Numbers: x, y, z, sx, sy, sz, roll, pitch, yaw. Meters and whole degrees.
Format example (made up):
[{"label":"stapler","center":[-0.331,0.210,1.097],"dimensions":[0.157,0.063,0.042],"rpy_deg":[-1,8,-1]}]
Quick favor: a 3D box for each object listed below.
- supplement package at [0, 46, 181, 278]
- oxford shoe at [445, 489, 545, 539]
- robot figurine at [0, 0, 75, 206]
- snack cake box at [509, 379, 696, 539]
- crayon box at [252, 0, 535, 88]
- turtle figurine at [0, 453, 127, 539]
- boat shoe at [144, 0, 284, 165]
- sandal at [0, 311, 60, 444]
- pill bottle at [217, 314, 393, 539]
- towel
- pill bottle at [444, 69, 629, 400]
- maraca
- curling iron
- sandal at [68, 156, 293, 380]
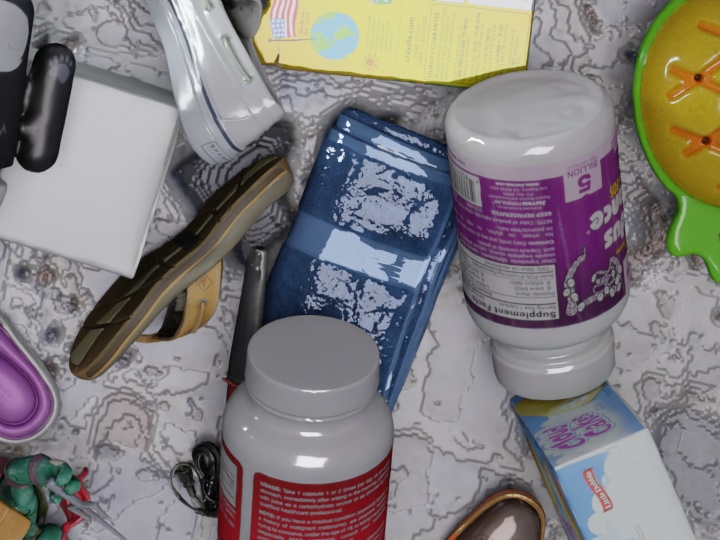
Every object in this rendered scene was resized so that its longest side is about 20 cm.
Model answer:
[{"label":"supplement package","center":[-0.224,-0.084,1.640],"dimensions":[0.199,0.117,0.118],"rpy_deg":[17,96,-7]},{"label":"oxford shoe","center":[0.071,0.245,1.742],"dimensions":[0.071,0.073,0.201],"rpy_deg":[27,95,-9]},{"label":"robot figurine","center":[-0.261,-0.112,1.513],"dimensions":[0.150,0.125,0.201],"rpy_deg":[11,96,17]},{"label":"snack cake box","center":[0.162,0.143,1.672],"dimensions":[0.067,0.200,0.115],"rpy_deg":[-23,100,-1]},{"label":"crayon box","center":[0.016,-0.190,1.681],"dimensions":[0.199,0.051,0.128],"rpy_deg":[6,99,-8]},{"label":"turtle figurine","center":[-0.256,0.163,1.682],"dimensions":[0.200,0.101,0.150],"rpy_deg":[31,100,-14]},{"label":"boat shoe","center":[-0.092,-0.158,1.623],"dimensions":[0.067,0.074,0.201],"rpy_deg":[-26,61,13]},{"label":"sandal","center":[-0.279,0.037,1.686],"dimensions":[0.202,0.050,0.083],"rpy_deg":[38,92,-9]},{"label":"pill bottle","center":[-0.036,0.134,1.662],"dimensions":[0.112,0.112,0.201],"rpy_deg":[1,123,-6]},{"label":"towel","center":[0.000,0.000,1.710],"dimensions":[0.111,0.049,0.201],"rpy_deg":[21,96,-8]},{"label":"pill bottle","center":[0.119,-0.020,1.670],"dimensions":[0.112,0.112,0.201],"rpy_deg":[-11,121,-4]},{"label":"maraca","center":[0.249,-0.093,1.691],"dimensions":[0.136,0.107,0.201],"rpy_deg":[-9,100,-5]},{"label":"curling iron","center":[-0.088,0.077,1.695],"dimensions":[0.049,0.026,0.201],"rpy_deg":[21,114,16]},{"label":"sandal","center":[-0.112,0.007,1.690],"dimensions":[0.200,0.080,0.054],"rpy_deg":[-43,109,-3]}]
